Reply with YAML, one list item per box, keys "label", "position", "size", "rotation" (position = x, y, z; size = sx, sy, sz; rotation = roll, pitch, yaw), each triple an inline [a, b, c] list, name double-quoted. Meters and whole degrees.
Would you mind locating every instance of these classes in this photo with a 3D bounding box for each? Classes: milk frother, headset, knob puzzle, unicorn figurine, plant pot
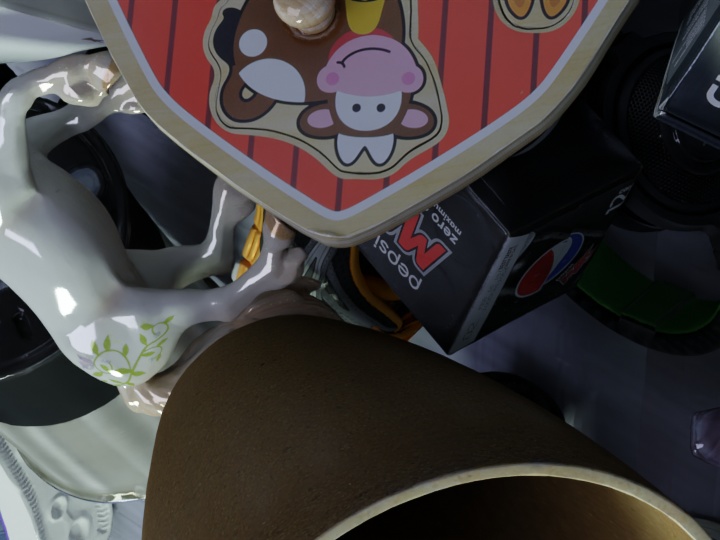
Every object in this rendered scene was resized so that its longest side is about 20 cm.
- label: "milk frother"
  position: [-0.086, -0.019, 1.042]
  size: [0.188, 0.198, 0.182]
  rotation: [57, -154, -68]
- label: "headset"
  position: [0.091, -0.064, 0.870]
  size: [0.123, 0.094, 0.201]
  rotation: [23, 145, 44]
- label: "knob puzzle"
  position: [-0.001, -0.108, 0.793]
  size: [0.219, 0.220, 0.030]
  rotation: [42, 175, 19]
- label: "unicorn figurine"
  position: [-0.110, -0.024, 0.894]
  size: [0.137, 0.074, 0.200]
  rotation: [-37, 93, 20]
- label: "plant pot"
  position: [0.000, 0.099, 0.822]
  size: [0.200, 0.185, 0.188]
  rotation: [-129, 27, -58]

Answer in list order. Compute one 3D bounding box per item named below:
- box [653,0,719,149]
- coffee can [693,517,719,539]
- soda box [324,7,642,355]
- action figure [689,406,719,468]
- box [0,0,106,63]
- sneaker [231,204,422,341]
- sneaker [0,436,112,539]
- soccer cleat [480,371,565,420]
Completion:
- label: "box"
  position: [0.194, -0.084, 0.692]
  size: [0.158, 0.046, 0.200]
  rotation: [25, 139, -4]
- label: "coffee can"
  position: [0.083, 0.203, 0.938]
  size: [0.146, 0.199, 0.147]
  rotation: [27, 134, 33]
- label: "soda box"
  position: [0.001, -0.074, 0.845]
  size: [0.200, 0.063, 0.071]
  rotation: [50, 144, 20]
- label: "action figure"
  position: [0.166, 0.014, 0.670]
  size: [0.069, 0.131, 0.200]
  rotation: [20, 162, -15]
- label: "box"
  position: [-0.143, -0.185, 0.930]
  size: [0.124, 0.097, 0.202]
  rotation: [-3, 79, 48]
- label: "sneaker"
  position: [0.000, 0.000, 0.961]
  size: [0.077, 0.078, 0.201]
  rotation: [46, 159, 26]
- label: "sneaker"
  position: [-0.204, 0.059, 1.252]
  size: [0.146, 0.081, 0.201]
  rotation: [18, 133, 34]
- label: "soccer cleat"
  position: [0.014, 0.123, 0.963]
  size: [0.068, 0.200, 0.073]
  rotation: [31, 141, 11]
